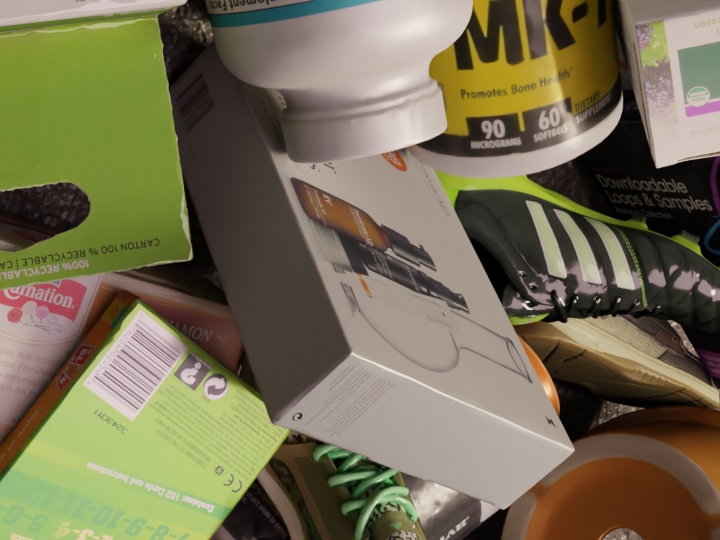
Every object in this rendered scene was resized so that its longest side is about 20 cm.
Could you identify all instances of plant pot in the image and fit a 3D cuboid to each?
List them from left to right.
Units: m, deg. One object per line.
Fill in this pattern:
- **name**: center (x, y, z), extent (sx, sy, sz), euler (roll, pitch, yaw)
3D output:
- **plant pot**: center (0.164, 0.166, 0.909), extent (0.201, 0.200, 0.183), euler (-60, 153, -1)

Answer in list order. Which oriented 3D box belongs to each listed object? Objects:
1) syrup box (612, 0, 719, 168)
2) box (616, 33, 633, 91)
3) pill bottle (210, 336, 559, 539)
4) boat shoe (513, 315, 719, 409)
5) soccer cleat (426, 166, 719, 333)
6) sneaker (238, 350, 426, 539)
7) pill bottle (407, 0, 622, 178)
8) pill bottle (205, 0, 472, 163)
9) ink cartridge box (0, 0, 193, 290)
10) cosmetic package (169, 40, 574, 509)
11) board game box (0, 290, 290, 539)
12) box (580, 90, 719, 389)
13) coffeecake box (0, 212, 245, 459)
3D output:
- **syrup box**: center (0.163, -0.140, 0.809), extent (0.078, 0.200, 0.082), euler (-11, 124, 7)
- **box**: center (0.226, -0.073, 0.942), extent (0.097, 0.124, 0.200), euler (-40, 129, -19)
- **pill bottle**: center (0.010, 0.106, 0.858), extent (0.200, 0.106, 0.107), euler (-34, 126, -23)
- **boat shoe**: center (0.152, 0.037, 0.966), extent (0.200, 0.072, 0.066), euler (21, 70, -45)
- **soccer cleat**: center (0.112, 0.001, 0.873), extent (0.199, 0.068, 0.081), euler (24, 75, -7)
- **sneaker**: center (0.005, 0.108, 0.746), extent (0.077, 0.089, 0.201), euler (-17, 95, -30)
- **pill bottle**: center (0.058, -0.156, 0.780), extent (0.114, 0.114, 0.201), euler (-30, 125, -26)
- **pill bottle**: center (-0.016, -0.149, 0.676), extent (0.110, 0.111, 0.201), euler (-20, 106, -31)
- **ink cartridge box**: center (-0.137, -0.090, 0.612), extent (0.147, 0.076, 0.201), euler (-9, 97, -14)
- **cosmetic package**: center (0.000, 0.000, 0.744), extent (0.052, 0.200, 0.151), euler (-41, 137, 20)
- **board game box**: center (-0.123, 0.116, 0.694), extent (0.095, 0.030, 0.200), euler (41, 80, -26)
- **box**: center (0.203, -0.011, 0.901), extent (0.036, 0.143, 0.200), euler (-39, 109, -18)
- **coffeecake box**: center (-0.155, 0.083, 0.737), extent (0.153, 0.073, 0.201), euler (19, 97, -42)
